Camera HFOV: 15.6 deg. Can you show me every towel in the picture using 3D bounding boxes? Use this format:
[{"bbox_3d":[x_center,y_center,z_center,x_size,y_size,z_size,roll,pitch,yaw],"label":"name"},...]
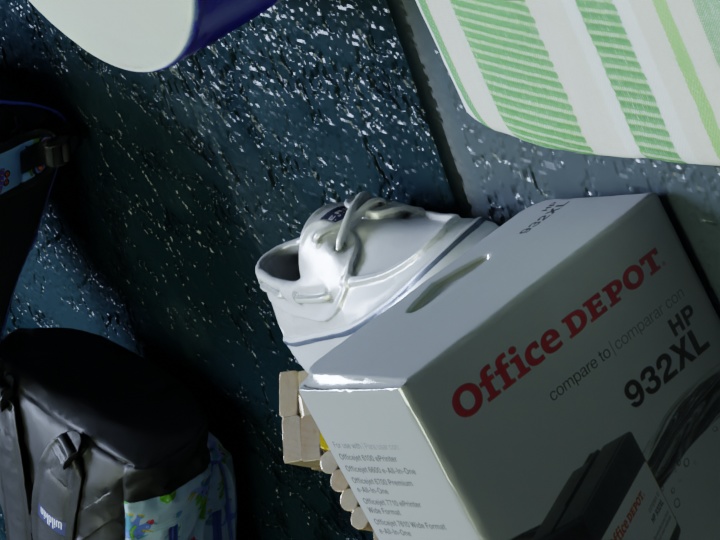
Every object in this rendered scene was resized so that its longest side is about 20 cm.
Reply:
[{"bbox_3d":[0.080,-0.109,0.965,0.200,0.023,0.153,8,128,55],"label":"towel"}]

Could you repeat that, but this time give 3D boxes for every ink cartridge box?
[{"bbox_3d":[0.090,0.090,1.042,0.084,0.145,0.201,-4,118,59],"label":"ink cartridge box"}]

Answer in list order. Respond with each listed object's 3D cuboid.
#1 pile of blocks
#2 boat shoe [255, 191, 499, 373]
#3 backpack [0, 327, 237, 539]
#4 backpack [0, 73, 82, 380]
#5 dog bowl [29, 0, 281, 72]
[{"bbox_3d":[0.039,0.114,1.274,0.200,0.082,0.062,51,-162,29],"label":"pile of blocks"},{"bbox_3d":[0.000,0.000,1.169,0.065,0.074,0.200,53,153,-6],"label":"boat shoe"},{"bbox_3d":[-0.142,0.143,1.525,0.163,0.153,0.201,29,123,37],"label":"backpack"},{"bbox_3d":[-0.276,-0.033,1.403,0.134,0.199,0.183,33,110,40],"label":"backpack"},{"bbox_3d":[-0.105,-0.188,1.116,0.200,0.079,0.201,40,150,29],"label":"dog bowl"}]
